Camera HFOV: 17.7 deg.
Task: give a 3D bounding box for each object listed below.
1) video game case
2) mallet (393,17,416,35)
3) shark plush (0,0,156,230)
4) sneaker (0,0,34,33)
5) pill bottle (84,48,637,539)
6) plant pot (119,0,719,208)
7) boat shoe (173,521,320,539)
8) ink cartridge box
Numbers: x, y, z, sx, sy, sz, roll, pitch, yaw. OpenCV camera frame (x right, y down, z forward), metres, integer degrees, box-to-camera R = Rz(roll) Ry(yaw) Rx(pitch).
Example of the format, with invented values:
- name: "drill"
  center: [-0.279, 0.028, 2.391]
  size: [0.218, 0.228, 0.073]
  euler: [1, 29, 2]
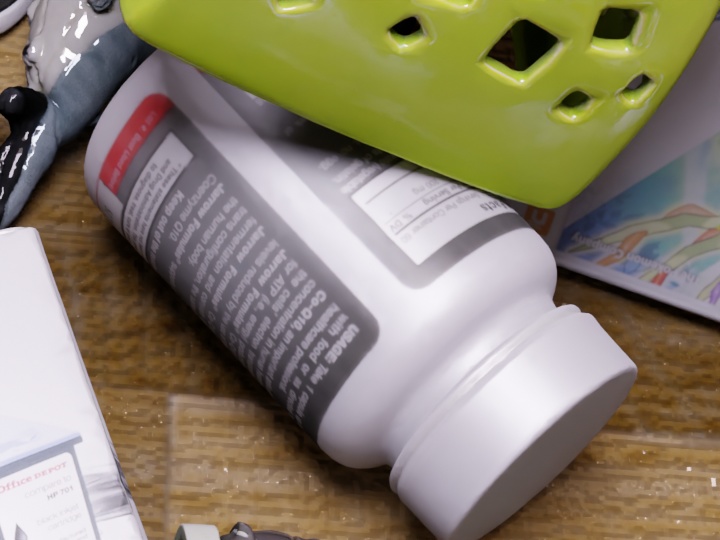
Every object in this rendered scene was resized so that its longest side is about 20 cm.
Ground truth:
- name: "video game case"
  center: [0.173, -0.063, 0.918]
  size: [0.199, 0.183, 0.022]
  euler: [19, 17, -1]
- name: "mallet"
  center: [-0.046, -0.136, 0.911]
  size: [0.041, 0.200, 0.066]
  euler: [2, 60, 41]
- name: "shark plush"
  center: [-0.084, -0.093, 0.931]
  size: [0.083, 0.091, 0.200]
  euler: [47, 49, -19]
- name: "sneaker"
  center: [-0.130, -0.197, 0.963]
  size: [0.070, 0.099, 0.201]
  euler: [20, 55, 2]
- name: "pill bottle"
  center: [0.000, 0.000, 0.861]
  size: [0.114, 0.114, 0.200]
  euler: [-35, 72, -29]
- name: "plant pot"
  center: [0.043, -0.170, 0.801]
  size: [0.199, 0.181, 0.200]
  euler: [21, 47, -33]
- name: "boat shoe"
  center: [-0.022, 0.167, 0.765]
  size: [0.060, 0.072, 0.202]
  euler: [2, 46, -17]
- name: "ink cartridge box"
  center: [-0.116, 0.111, 0.745]
  size: [0.085, 0.147, 0.201]
  euler: [-15, 63, -19]
